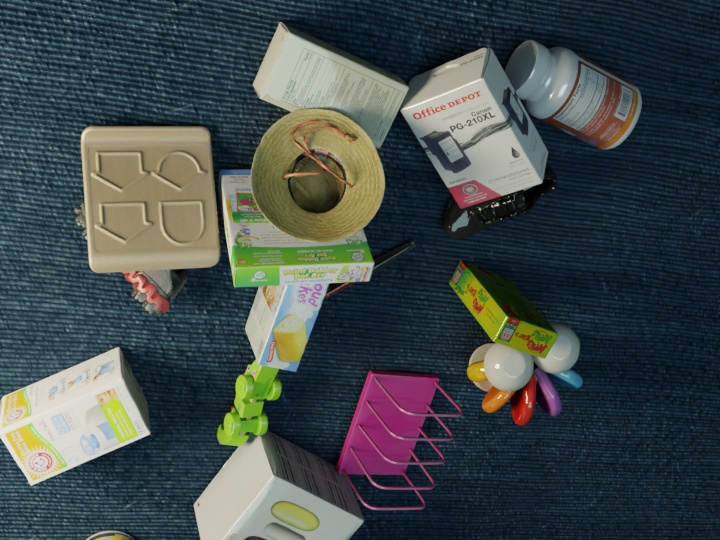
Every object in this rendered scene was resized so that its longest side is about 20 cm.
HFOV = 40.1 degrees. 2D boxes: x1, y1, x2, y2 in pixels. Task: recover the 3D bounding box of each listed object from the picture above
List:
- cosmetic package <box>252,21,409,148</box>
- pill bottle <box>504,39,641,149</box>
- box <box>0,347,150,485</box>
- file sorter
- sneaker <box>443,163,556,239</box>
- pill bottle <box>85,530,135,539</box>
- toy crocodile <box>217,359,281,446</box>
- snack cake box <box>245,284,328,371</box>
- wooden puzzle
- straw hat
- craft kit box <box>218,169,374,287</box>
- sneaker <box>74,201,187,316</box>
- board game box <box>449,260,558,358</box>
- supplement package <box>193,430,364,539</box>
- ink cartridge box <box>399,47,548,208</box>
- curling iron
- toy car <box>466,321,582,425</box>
[{"bbox_3d":[-0.043,-0.264,1.416,0.198,0.071,0.106,21,108,-25],"label":"cosmetic package"},{"bbox_3d":[0.319,-0.270,1.501,0.198,0.112,0.113,21,107,-24],"label":"pill bottle"},{"bbox_3d":[-0.436,0.222,1.510,0.198,0.102,0.113,-22,119,-6],"label":"box"},{"bbox_3d":[0.069,0.292,1.673,0.138,0.125,0.202,7,112,-30],"label":"file sorter"},{"bbox_3d":[0.221,-0.112,1.559,0.199,0.091,0.076,-36,122,3],"label":"sneaker"},{"bbox_3d":[-0.408,0.529,1.609,0.111,0.200,0.113,-7,117,-14],"label":"pill bottle"},{"bbox_3d":[-0.179,0.209,1.590,0.067,0.062,0.201,1,125,-34],"label":"toy crocodile"},{"bbox_3d":[-0.109,0.037,1.515,0.066,0.115,0.202,13,111,-23],"label":"snack cake box"},{"bbox_3d":[-0.298,-0.101,1.401,0.183,0.046,0.203,-3,87,-21],"label":"wooden puzzle"},{"bbox_3d":[-0.062,-0.118,1.387,0.198,0.085,0.204,3,70,-7],"label":"straw hat"},{"bbox_3d":[-0.096,-0.066,1.424,0.197,0.199,0.049,-2,136,-15],"label":"craft kit box"},{"bbox_3d":[-0.328,-0.033,1.443,0.098,0.071,0.201,-43,109,-14],"label":"sneaker"},{"bbox_3d":[0.225,0.060,1.578,0.101,0.200,0.048,19,109,-24],"label":"board game box"},{"bbox_3d":[-0.140,0.408,1.664,0.199,0.147,0.192,33,102,-28],"label":"supplement package"},{"bbox_3d":[0.170,-0.208,1.466,0.144,0.085,0.201,-16,125,31],"label":"ink cartridge box"},{"bbox_3d":[0.000,0.000,1.576,0.198,0.026,0.050,-23,145,-9],"label":"curling iron"},{"bbox_3d":[0.284,0.178,1.651,0.198,0.175,0.152,-19,85,-8],"label":"toy car"}]
